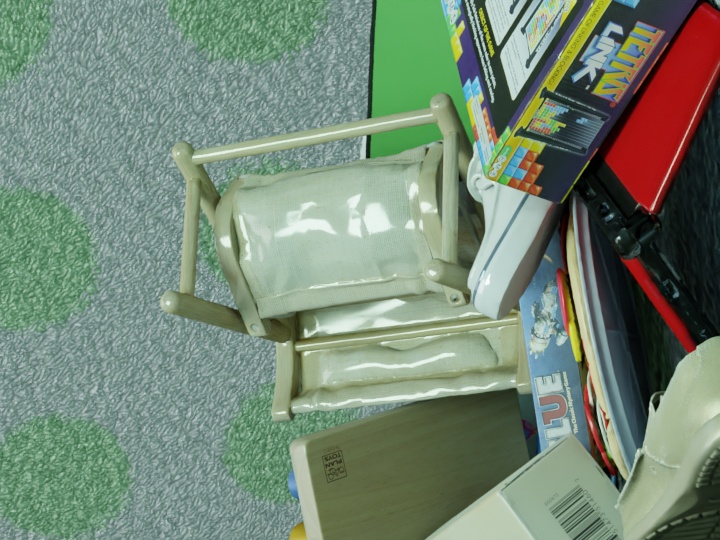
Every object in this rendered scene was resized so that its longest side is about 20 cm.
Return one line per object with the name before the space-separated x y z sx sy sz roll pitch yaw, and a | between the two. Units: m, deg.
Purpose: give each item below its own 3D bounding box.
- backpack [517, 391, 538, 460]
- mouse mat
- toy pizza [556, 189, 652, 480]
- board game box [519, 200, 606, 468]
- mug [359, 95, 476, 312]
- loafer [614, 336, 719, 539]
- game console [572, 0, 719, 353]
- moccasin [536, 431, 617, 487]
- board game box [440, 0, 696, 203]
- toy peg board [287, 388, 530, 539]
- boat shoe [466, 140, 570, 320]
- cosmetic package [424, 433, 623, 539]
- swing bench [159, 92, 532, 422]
backpack | 0.121 0.187 1.648 0.176 0.152 0.201 -93 7 -52
mouse mat | 0.079 -0.147 1.453 0.008 0.160 0.201 53 -146 -51
toy pizza | 0.151 0.042 1.318 0.200 0.031 0.202 -13 -90 -77
board game box | 0.137 0.033 1.403 0.135 0.034 0.202 -1 -98 -75
mug | 0.065 -0.052 1.543 0.200 0.146 0.177 -125 23 -73
loafer | 0.181 0.096 1.090 0.200 0.075 0.069 109 158 -61
game console | 0.184 -0.053 1.167 0.173 0.118 0.200 52 -173 -17
moccasin | 0.170 0.178 1.473 0.081 0.068 0.201 115 156 -57
board game box | 0.116 -0.165 1.199 0.166 0.056 0.201 -57 26 33
toy peg board | 0.026 0.196 1.493 0.097 0.199 0.201 -8 94 51
boat shoe | 0.098 -0.060 1.301 0.074 0.065 0.201 94 -162 -57
cosmetic package | 0.103 0.191 1.348 0.104 0.073 0.200 52 150 7
swing bench | 0.000 0.000 1.391 0.200 0.197 0.131 49 -142 -56
